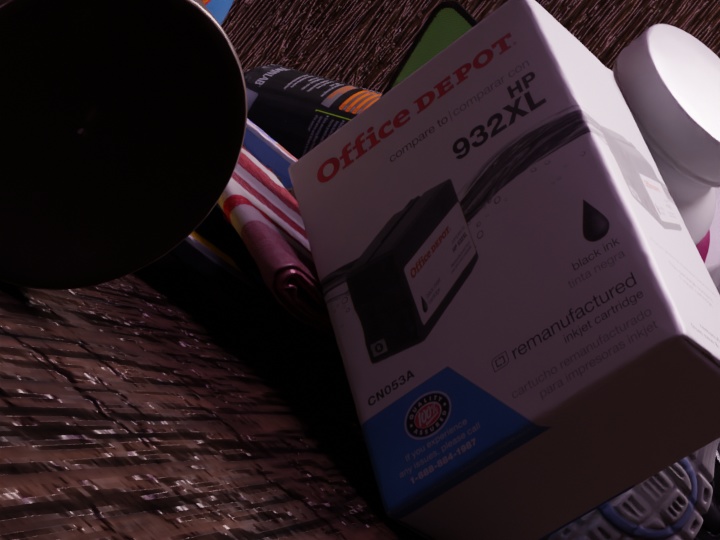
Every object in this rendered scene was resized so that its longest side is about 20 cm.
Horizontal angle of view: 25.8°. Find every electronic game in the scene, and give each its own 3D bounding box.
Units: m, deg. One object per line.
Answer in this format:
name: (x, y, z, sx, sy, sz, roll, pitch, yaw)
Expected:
electronic game: (-0.101, -0.034, 0.801, 0.200, 0.042, 0.200, 38, 4, -3)

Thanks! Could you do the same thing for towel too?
towel: (-0.047, -0.024, 0.804, 0.144, 0.023, 0.200, 41, 7, -48)

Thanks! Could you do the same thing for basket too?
basket: (-0.129, -0.091, 0.571, 0.180, 0.136, 0.200, 30, 12, -42)

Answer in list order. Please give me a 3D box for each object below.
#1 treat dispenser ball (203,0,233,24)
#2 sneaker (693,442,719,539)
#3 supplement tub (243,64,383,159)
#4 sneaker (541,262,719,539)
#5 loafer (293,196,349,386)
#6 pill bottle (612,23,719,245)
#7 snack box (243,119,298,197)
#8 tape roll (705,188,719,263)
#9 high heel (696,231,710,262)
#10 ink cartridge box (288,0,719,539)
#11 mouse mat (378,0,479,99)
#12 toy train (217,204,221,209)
treat dispenser ball: (-0.165, -0.199, 0.909, 0.201, 0.201, 0.201, 39, 4, -3)
sneaker: (0.131, 0.103, 0.815, 0.075, 0.114, 0.200, 45, 0, -41)
supplement tub: (-0.001, -0.065, 1.107, 0.199, 0.123, 0.122, 19, -5, 26)
sneaker: (0.128, 0.073, 0.740, 0.075, 0.200, 0.087, 53, -26, -20)
loafer: (0.000, 0.000, 0.909, 0.073, 0.071, 0.200, 28, 24, -34)
pill bottle: (0.111, -0.032, 0.827, 0.112, 0.200, 0.112, 28, 39, -25)
snack box: (-0.115, -0.086, 1.041, 0.200, 0.072, 0.024, 39, 5, 1)
tape roll: (0.195, 0.025, 1.007, 0.202, 0.071, 0.203, 41, -30, 29)
high heel: (0.163, 0.069, 0.908, 0.096, 0.200, 0.067, 31, 1, -21)
ink cartridge box: (0.064, 0.002, 0.685, 0.084, 0.145, 0.200, 33, 30, -44)
mouse mat: (0.052, -0.026, 0.803, 0.008, 0.161, 0.200, 12, 30, -40)
toy train: (-0.033, 0.011, 0.997, 0.200, 0.034, 0.046, 38, -7, -7)
